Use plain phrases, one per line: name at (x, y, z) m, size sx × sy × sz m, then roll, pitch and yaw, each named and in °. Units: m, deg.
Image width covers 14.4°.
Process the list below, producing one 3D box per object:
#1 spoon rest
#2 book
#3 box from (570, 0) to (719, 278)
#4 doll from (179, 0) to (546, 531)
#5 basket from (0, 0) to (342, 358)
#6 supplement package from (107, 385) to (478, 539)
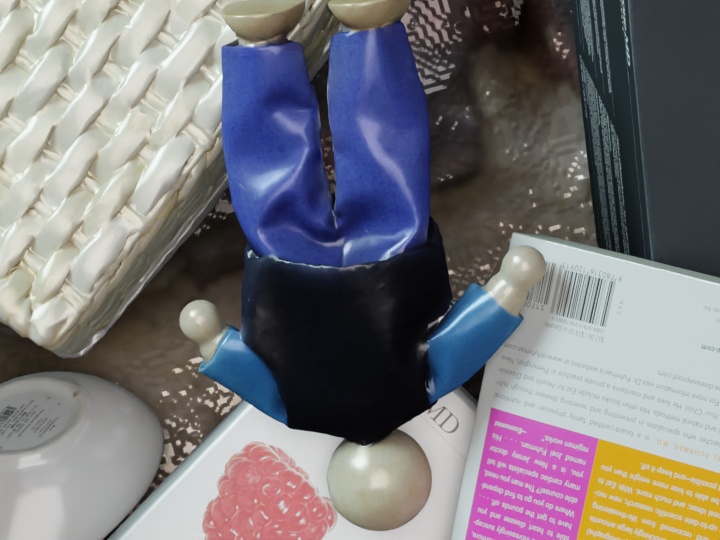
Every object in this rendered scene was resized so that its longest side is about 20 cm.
spoon rest at (-0.155, 0.107, 1.130) m, size 0.099 × 0.200 × 0.061 m, roll 13°, pitch 130°, yaw 30°
book at (0.095, 0.098, 1.037) m, size 0.133 × 0.048 × 0.201 m, roll 15°, pitch 96°, yaw 32°
box at (0.131, -0.066, 1.101) m, size 0.078 × 0.141 × 0.201 m, roll -9°, pitch 121°, yaw 0°
doll at (0.000, 0.000, 1.044) m, size 0.136 × 0.048 × 0.201 m, roll -5°, pitch 103°, yaw 5°
basket at (-0.134, -0.093, 1.129) m, size 0.198 × 0.161 × 0.200 m, roll 39°, pitch 90°, yaw -1°
supplement package at (-0.029, 0.119, 1.145) m, size 0.121 × 0.120 × 0.200 m, roll 43°, pitch 88°, yaw 1°
